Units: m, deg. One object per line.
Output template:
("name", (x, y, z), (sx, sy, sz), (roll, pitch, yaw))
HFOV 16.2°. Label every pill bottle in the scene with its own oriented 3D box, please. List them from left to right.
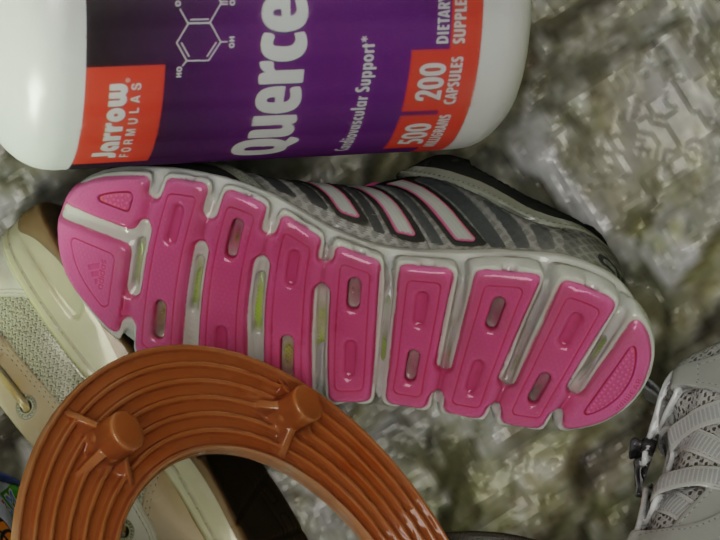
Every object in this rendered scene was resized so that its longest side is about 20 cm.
("pill bottle", (-0.052, -0.090, 0.805), (0.199, 0.112, 0.113), (-4, 90, -15))

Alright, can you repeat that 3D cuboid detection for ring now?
("ring", (-0.019, 0.111, 0.739), (0.019, 0.200, 0.201), (-32, 87, 35))

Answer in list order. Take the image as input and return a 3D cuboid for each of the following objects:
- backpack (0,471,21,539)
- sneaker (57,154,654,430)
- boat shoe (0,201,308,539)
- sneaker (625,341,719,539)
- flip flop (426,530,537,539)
("backpack", (-0.113, 0.157, 0.758), (0.153, 0.200, 0.191), (-21, 83, -2))
("sneaker", (0.000, 0.000, 0.843), (0.199, 0.088, 0.074), (10, 113, 5))
("boat shoe", (-0.075, 0.074, 0.860), (0.065, 0.072, 0.200), (-36, 81, 10))
("sneaker", (0.115, 0.071, 0.820), (0.082, 0.075, 0.200), (35, 59, 18))
("flip flop", (0.087, 0.131, 0.852), (0.199, 0.058, 0.082), (0, 74, -9))
